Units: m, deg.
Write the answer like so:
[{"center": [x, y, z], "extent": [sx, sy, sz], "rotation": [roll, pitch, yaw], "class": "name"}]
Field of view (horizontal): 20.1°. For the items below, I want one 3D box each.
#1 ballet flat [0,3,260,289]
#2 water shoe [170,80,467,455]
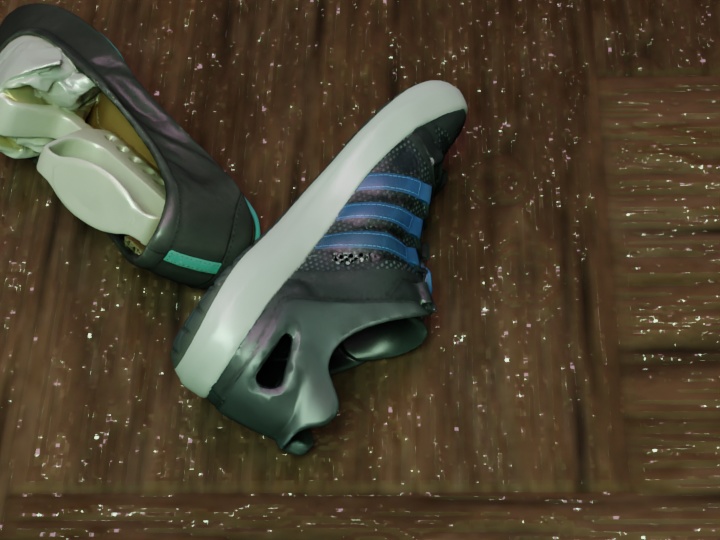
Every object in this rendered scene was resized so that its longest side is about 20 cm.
[{"center": [-0.123, -0.063, 0.903], "extent": [0.068, 0.068, 0.200], "rotation": [-2, 33, -48], "class": "ballet flat"}, {"center": [0.000, 0.000, 0.860], "extent": [0.079, 0.072, 0.200], "rotation": [40, 54, 2], "class": "water shoe"}]
